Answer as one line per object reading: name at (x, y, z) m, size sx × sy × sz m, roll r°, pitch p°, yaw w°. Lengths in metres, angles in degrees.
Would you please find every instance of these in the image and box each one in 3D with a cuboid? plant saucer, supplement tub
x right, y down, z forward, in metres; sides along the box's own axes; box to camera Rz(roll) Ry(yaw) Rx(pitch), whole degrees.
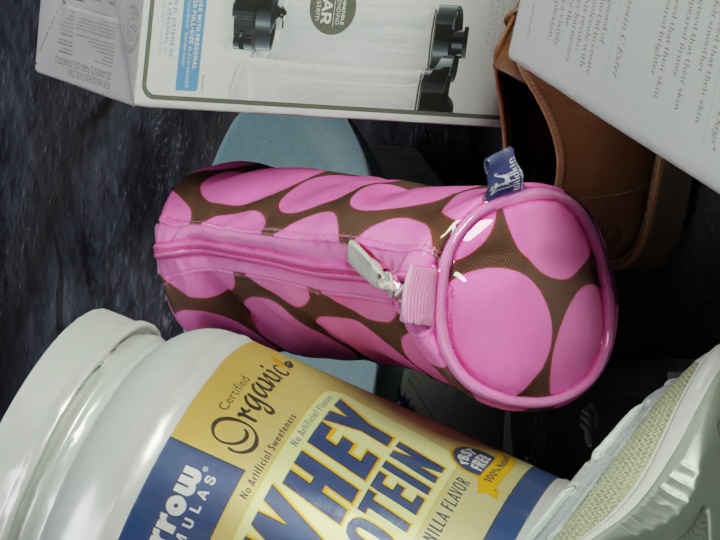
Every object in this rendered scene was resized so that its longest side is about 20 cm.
plant saucer at (-0.021, 0.019, 1.079) m, size 0.201 × 0.039 × 0.201 m, roll -15°, pitch 73°, yaw 62°
supplement tub at (-0.029, 0.107, 0.891) m, size 0.144 × 0.200 × 0.144 m, roll 23°, pitch -90°, yaw -78°

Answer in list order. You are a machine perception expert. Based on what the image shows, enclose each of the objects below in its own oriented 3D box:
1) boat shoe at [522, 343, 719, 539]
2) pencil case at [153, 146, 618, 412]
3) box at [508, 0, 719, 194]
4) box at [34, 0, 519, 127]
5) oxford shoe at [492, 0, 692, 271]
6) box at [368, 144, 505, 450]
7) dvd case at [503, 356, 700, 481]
boat shoe at (0.078, 0.095, 0.741) m, size 0.065 × 0.074 × 0.202 m, roll -27°, pitch 21°, yaw 50°
pencil case at (0.000, 0.000, 0.913) m, size 0.200 × 0.094 × 0.091 m, roll 4°, pitch 101°, yaw 55°
box at (0.142, -0.091, 0.770) m, size 0.200 × 0.097 × 0.124 m, roll 43°, pitch 125°, yaw 58°
box at (-0.013, -0.094, 0.971) m, size 0.117 × 0.200 × 0.060 m, roll 22°, pitch 108°, yaw 61°
oxford shoe at (0.085, -0.096, 0.903) m, size 0.071 × 0.071 × 0.200 m, roll -151°, pitch 63°, yaw -64°
box at (0.010, 0.066, 1.094) m, size 0.144 × 0.036 × 0.200 m, roll 57°, pitch 136°, yaw 50°
dvd case at (0.096, 0.132, 0.924) m, size 0.150 × 0.025 × 0.200 m, roll -3°, pitch 86°, yaw 64°
